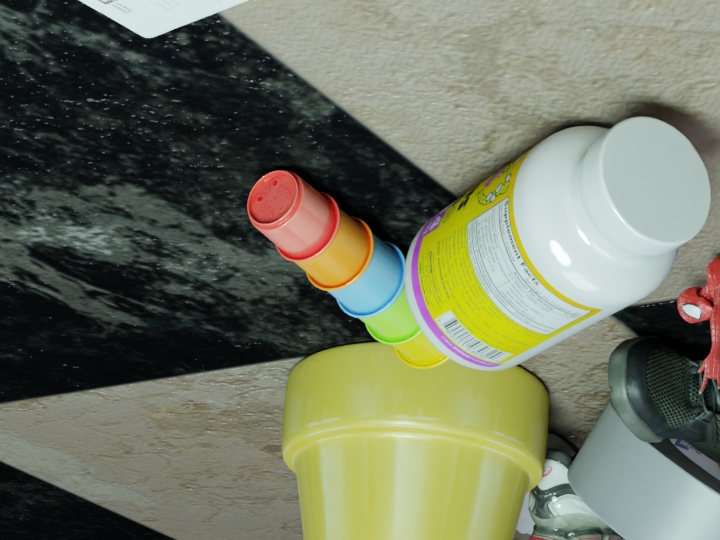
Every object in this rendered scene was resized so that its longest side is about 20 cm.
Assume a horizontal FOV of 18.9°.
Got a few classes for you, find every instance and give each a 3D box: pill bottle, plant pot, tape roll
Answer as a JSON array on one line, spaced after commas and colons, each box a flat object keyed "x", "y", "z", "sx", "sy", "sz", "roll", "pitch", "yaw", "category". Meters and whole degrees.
[{"x": 0.113, "y": -0.017, "z": 1.233, "sx": 0.103, "sy": 0.105, "sz": 0.200, "roll": 15, "pitch": 155, "yaw": -24, "category": "pill bottle"}, {"x": 0.036, "y": 0.175, "z": 1.601, "sx": 0.199, "sy": 0.191, "sz": 0.201, "roll": 5, "pitch": 157, "yaw": 2, "category": "plant pot"}, {"x": 0.249, "y": 0.173, "z": 1.563, "sx": 0.199, "sy": 0.066, "sz": 0.200, "roll": 30, "pitch": -170, "yaw": -6, "category": "tape roll"}]

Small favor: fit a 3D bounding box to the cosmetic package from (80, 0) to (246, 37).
[{"x": -0.039, "y": -0.177, "z": 0.888, "sx": 0.199, "sy": 0.102, "sz": 0.071, "roll": -14, "pitch": 152, "yaw": 40, "category": "cosmetic package"}]

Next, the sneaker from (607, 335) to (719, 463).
[{"x": 0.255, "y": 0.085, "z": 1.489, "sx": 0.114, "sy": 0.077, "sz": 0.199, "roll": -16, "pitch": 153, "yaw": 37, "category": "sneaker"}]

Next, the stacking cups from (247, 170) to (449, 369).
[{"x": 0.000, "y": 0.000, "z": 1.358, "sx": 0.060, "sy": 0.061, "sz": 0.200, "roll": -8, "pitch": 154, "yaw": 28, "category": "stacking cups"}]

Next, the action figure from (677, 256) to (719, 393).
[{"x": 0.278, "y": 0.028, "z": 1.318, "sx": 0.199, "sy": 0.100, "sz": 0.065, "roll": -11, "pitch": 156, "yaw": 40, "category": "action figure"}]

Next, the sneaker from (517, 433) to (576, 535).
[{"x": 0.138, "y": 0.192, "z": 1.784, "sx": 0.115, "sy": 0.074, "sz": 0.200, "roll": -6, "pitch": 145, "yaw": 29, "category": "sneaker"}]

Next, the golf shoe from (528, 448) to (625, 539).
[{"x": 0.208, "y": 0.172, "z": 1.702, "sx": 0.072, "sy": 0.093, "sz": 0.199, "roll": 6, "pitch": -173, "yaw": 41, "category": "golf shoe"}]
